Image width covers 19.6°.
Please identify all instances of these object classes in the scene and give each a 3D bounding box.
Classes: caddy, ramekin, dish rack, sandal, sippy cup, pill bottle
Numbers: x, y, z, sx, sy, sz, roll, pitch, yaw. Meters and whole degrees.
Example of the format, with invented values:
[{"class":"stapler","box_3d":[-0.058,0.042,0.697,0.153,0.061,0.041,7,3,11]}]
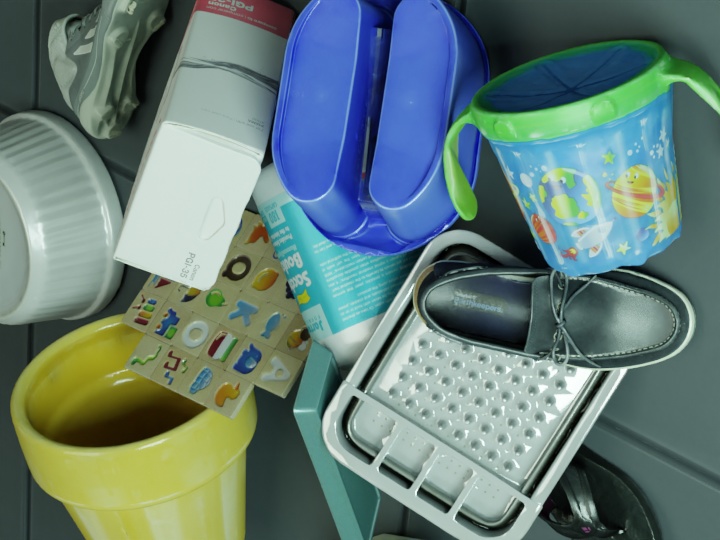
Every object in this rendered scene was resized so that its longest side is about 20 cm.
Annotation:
[{"class":"caddy","box_3d":[0.017,-0.112,1.511,0.141,0.105,0.200,6,81,16]},{"class":"ramekin","box_3d":[-0.316,-0.042,1.929,0.202,0.094,0.202,19,118,41]},{"class":"dish rack","box_3d":[0.086,0.085,1.525,0.172,0.044,0.200,32,103,6]},{"class":"sandal","box_3d":[0.143,0.156,1.561,0.200,0.048,0.075,45,132,26]},{"class":"sippy cup","box_3d":[0.156,-0.072,1.407,0.178,0.140,0.130,10,124,54]},{"class":"pill bottle","box_3d":[0.000,0.000,1.603,0.111,0.111,0.200,-26,85,48]}]

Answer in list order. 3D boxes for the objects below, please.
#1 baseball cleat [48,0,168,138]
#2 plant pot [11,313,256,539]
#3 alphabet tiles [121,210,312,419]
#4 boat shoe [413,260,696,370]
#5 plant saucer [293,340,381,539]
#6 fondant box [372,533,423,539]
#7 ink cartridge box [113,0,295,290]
[{"class":"baseball cleat","box_3d":[-0.223,-0.207,1.787,0.106,0.070,0.200,44,131,25]},{"class":"plant pot","box_3d":[-0.180,0.165,1.800,0.201,0.201,0.189,22,136,39]},{"class":"alphabet tiles","box_3d":[-0.106,0.031,1.717,0.200,0.166,0.006,21,163,40]},{"class":"boat shoe","box_3d":[0.133,0.031,1.456,0.200,0.062,0.075,8,98,9]},{"class":"plant saucer","box_3d":[-0.015,0.143,1.610,0.019,0.070,0.200,2,139,16]},{"class":"fondant box","box_3d":[0.051,0.317,1.677,0.200,0.058,0.144,70,161,-2]},{"class":"ink cartridge box","box_3d":[-0.119,-0.106,1.621,0.083,0.200,0.147,19,128,-8]}]
